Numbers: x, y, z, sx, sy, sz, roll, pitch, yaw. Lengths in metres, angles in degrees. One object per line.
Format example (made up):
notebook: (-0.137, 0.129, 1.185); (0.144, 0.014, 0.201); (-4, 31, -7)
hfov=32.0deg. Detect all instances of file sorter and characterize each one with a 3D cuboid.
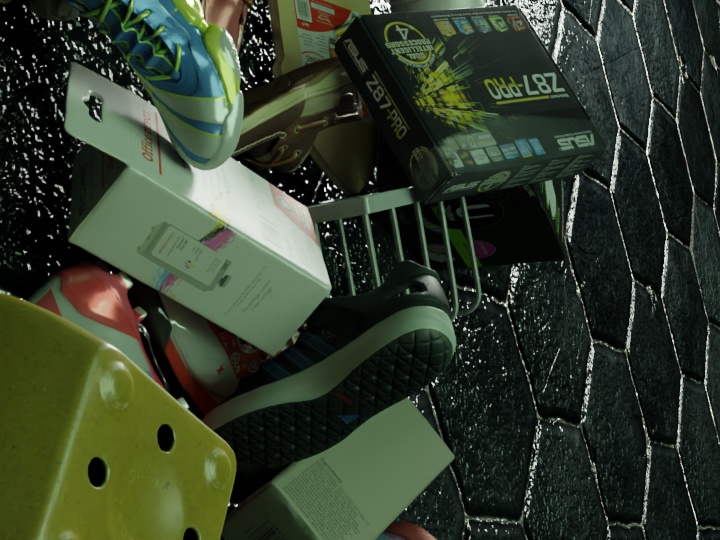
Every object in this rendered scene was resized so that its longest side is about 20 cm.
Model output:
file sorter: (0.000, 0.000, 1.036); (0.200, 0.139, 0.125); (-19, 99, -61)

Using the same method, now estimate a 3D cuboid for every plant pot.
plant pot: (-0.177, 0.123, 0.607); (0.196, 0.200, 0.195); (51, 40, -43)

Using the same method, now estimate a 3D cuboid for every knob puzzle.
knob puzzle: (-0.031, -0.166, 1.144); (0.220, 0.030, 0.220); (30, 55, -55)

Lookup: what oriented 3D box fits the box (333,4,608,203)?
box: (0.095, -0.143, 1.049); (0.200, 0.049, 0.161); (-12, 68, -40)

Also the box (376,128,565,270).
box: (0.113, -0.096, 1.230); (0.200, 0.148, 0.125); (51, 38, -60)

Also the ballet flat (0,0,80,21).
ballet flat: (-0.212, -0.197, 0.803); (0.200, 0.069, 0.070); (16, 67, -54)

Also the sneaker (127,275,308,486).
sneaker: (-0.080, 0.055, 0.891); (0.067, 0.108, 0.202); (46, -15, 54)

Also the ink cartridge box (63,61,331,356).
ink cartridge box: (-0.122, -0.041, 0.818); (0.200, 0.068, 0.117); (33, 19, -26)

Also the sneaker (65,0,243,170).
sneaker: (-0.143, -0.154, 0.772); (0.105, 0.076, 0.200); (-9, 78, -43)

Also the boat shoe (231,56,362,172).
boat shoe: (-0.064, -0.112, 1.005); (0.200, 0.072, 0.072); (-37, 118, -47)

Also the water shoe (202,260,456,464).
water shoe: (-0.021, 0.065, 0.841); (0.071, 0.200, 0.079); (43, 30, -37)

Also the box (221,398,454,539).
box: (-0.013, 0.162, 0.928); (0.082, 0.068, 0.200); (51, 30, 7)

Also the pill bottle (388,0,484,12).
pill bottle: (0.052, -0.351, 1.268); (0.114, 0.114, 0.200); (-46, 122, -56)

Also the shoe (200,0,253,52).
shoe: (-0.101, -0.233, 0.974); (0.071, 0.091, 0.201); (20, 64, -58)

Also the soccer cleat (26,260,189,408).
soccer cleat: (-0.157, 0.087, 0.815); (0.076, 0.067, 0.200); (-33, 121, -26)

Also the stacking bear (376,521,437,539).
stacking bear: (-0.021, 0.260, 0.950); (0.200, 0.121, 0.114); (0, 63, -52)
